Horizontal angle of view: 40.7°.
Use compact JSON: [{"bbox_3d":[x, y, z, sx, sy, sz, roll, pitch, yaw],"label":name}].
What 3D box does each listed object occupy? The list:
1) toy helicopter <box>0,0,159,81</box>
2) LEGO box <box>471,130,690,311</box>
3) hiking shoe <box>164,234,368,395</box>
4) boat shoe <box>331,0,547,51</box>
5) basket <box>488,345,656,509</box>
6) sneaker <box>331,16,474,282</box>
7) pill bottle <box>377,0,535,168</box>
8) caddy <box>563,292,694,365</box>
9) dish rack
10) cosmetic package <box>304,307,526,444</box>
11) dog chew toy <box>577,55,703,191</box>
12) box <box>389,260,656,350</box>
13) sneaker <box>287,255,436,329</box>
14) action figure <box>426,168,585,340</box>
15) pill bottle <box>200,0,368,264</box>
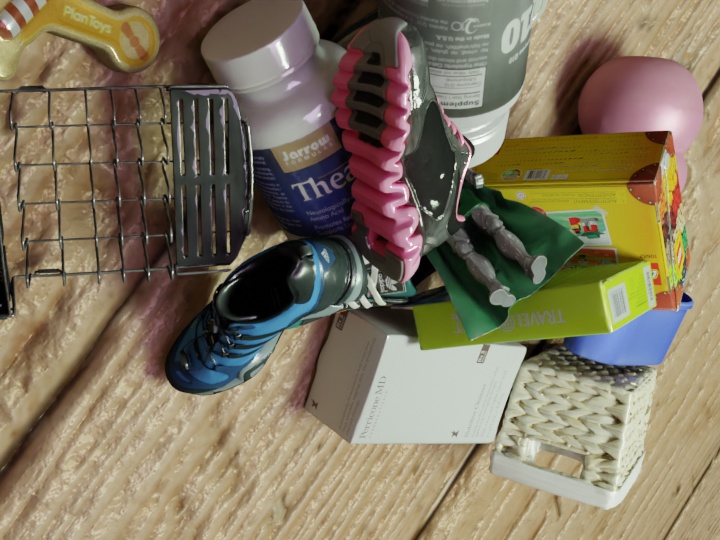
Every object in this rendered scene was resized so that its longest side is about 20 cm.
[{"bbox_3d":[-0.205,-0.181,0.614,0.200,0.079,0.133,13,91,-54],"label":"toy helicopter"},{"bbox_3d":[0.190,-0.043,0.900,0.077,0.199,0.149,-61,141,-40],"label":"LEGO box"},{"bbox_3d":[-0.092,0.030,0.738,0.200,0.075,0.087,-37,155,25],"label":"hiking shoe"},{"bbox_3d":[0.057,-0.211,0.811,0.199,0.062,0.075,-27,139,-6],"label":"boat shoe"},{"bbox_3d":[0.236,0.158,1.045,0.200,0.135,0.124,-4,106,-66],"label":"basket"},{"bbox_3d":[0.039,-0.091,0.690,0.095,0.079,0.201,-27,135,-25],"label":"sneaker"},{"bbox_3d":[0.069,-0.178,0.714,0.114,0.114,0.200,-35,147,-24],"label":"pill bottle"},{"bbox_3d":[0.266,0.027,1.047,0.199,0.141,0.105,5,110,-42],"label":"caddy"},{"bbox_3d":[-0.170,-0.053,0.657,0.199,0.055,0.154,-4,114,-15],"label":"dish rack"},{"bbox_3d":[0.056,0.102,0.938,0.199,0.081,0.113,5,107,-43],"label":"cosmetic package"},{"bbox_3d":[0.278,-0.113,0.992,0.124,0.124,0.201,3,95,-41],"label":"dog chew toy"},{"bbox_3d":[0.141,0.031,0.851,0.122,0.199,0.048,-15,96,-55],"label":"box"},{"bbox_3d":[0.000,0.000,0.845,0.200,0.080,0.072,-28,125,-28],"label":"sneaker"},{"bbox_3d":[0.079,-0.050,0.819,0.118,0.200,0.055,-38,142,0],"label":"action figure"},{"bbox_3d":[-0.039,-0.104,0.746,0.111,0.111,0.200,-44,131,-18],"label":"pill bottle"}]
